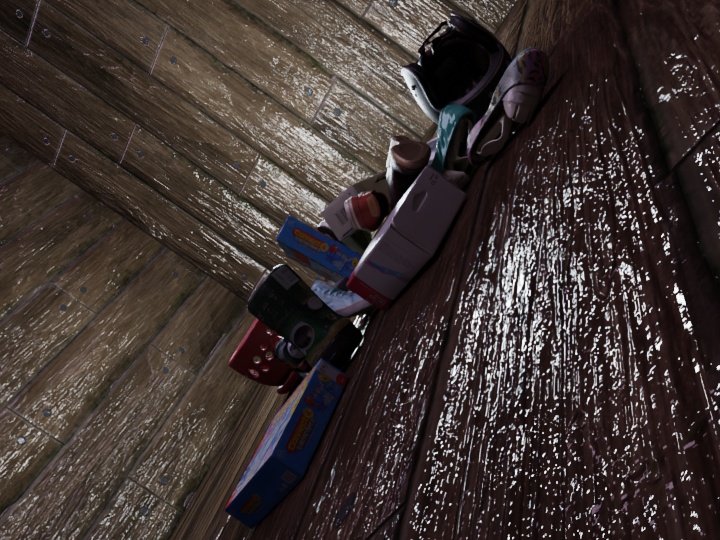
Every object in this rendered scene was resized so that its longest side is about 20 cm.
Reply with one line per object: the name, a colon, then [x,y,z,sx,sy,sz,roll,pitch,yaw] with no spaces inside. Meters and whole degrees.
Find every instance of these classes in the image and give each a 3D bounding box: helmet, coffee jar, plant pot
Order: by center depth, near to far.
coffee jar: [-0.095,0.089,1.236,0.105,0.199,0.085,-54,-9,30]
helmet: [0.188,-0.347,1.290,0.200,0.191,0.200,-47,-1,-1]
plant pot: [-0.222,0.210,1.853,0.202,0.181,0.200,-55,4,6]

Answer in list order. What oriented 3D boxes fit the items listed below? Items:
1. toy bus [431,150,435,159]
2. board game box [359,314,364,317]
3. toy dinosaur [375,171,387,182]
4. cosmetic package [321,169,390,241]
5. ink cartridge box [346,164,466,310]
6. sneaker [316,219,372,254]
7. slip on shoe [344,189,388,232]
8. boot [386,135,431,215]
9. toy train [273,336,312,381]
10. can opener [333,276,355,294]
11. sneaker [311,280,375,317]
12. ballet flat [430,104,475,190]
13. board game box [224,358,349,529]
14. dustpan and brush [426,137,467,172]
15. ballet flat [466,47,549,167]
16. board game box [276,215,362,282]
toy bus: [0.141,-0.175,1.393,0.201,0.065,0.078,-56,4,6]
board game box: [0.047,0.012,1.339,0.096,0.030,0.200,-60,3,-32]
toy dinosaur: [0.107,-0.213,1.449,0.047,0.198,0.090,4,91,46]
cosmetic package: [0.020,-0.139,1.441,0.105,0.072,0.199,-38,-4,37]
ink cartridge box: [0.069,-0.048,1.138,0.148,0.085,0.200,-58,5,-34]
sneaker: [0.001,-0.076,1.511,0.076,0.199,0.090,20,79,50]
slip on shoe: [0.024,-0.108,1.237,0.060,0.075,0.200,-18,2,13]
boot: [0.085,-0.141,1.247,0.200,0.071,0.169,-104,11,-70]
toy train: [-0.110,0.168,1.379,0.086,0.113,0.200,-57,4,-12]
can opener: [0.000,0.000,1.341,0.202,0.066,0.053,-62,4,10]
sneaker: [-0.057,0.054,1.305,0.197,0.083,0.074,-16,-3,26]
ballet flat: [0.154,-0.180,1.188,0.070,0.067,0.204,10,89,43]
board game box: [-0.113,0.267,1.094,0.201,0.055,0.197,-53,6,41]
dustpan and brush: [0.161,-0.194,1.267,0.198,0.057,0.142,-12,59,43]
ballet flat: [0.213,-0.223,1.025,0.201,0.068,0.072,122,160,-49]
board game box: [-0.070,-0.025,1.490,0.056,0.194,0.200,-61,-4,-7]
